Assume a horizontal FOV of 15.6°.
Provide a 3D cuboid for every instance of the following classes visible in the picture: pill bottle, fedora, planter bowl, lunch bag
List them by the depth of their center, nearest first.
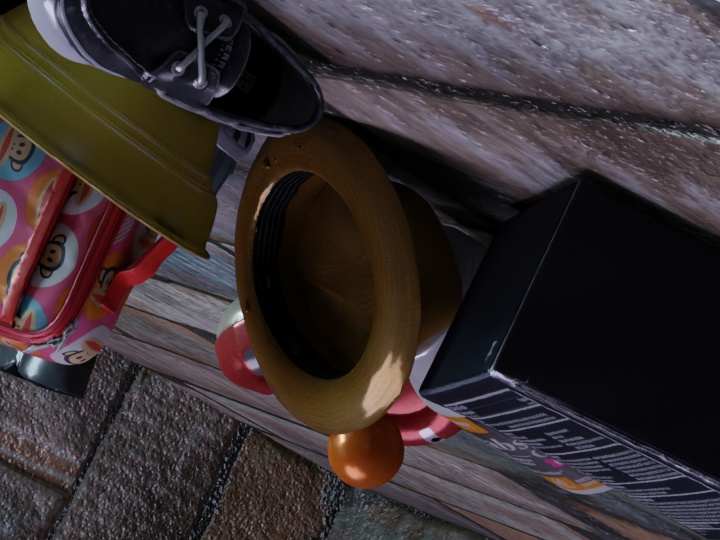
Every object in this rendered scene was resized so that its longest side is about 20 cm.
[{"bbox_3d":[-0.138,-0.099,1.444,0.200,0.084,0.200,37,-177,-2],"label":"planter bowl"},{"bbox_3d":[0.000,0.000,1.567,0.082,0.201,0.200,-5,-169,-33],"label":"fedora"},{"bbox_3d":[-0.185,-0.045,1.623,0.176,0.201,0.082,18,171,27],"label":"lunch bag"},{"bbox_3d":[0.100,0.056,1.674,0.200,0.117,0.116,32,170,-37],"label":"pill bottle"}]

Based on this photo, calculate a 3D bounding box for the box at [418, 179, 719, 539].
[{"bbox_3d":[0.159,0.054,1.446,0.198,0.124,0.200,26,170,-6],"label":"box"}]

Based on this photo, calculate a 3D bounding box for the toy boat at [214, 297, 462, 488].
[{"bbox_3d":[0.000,0.084,1.758,0.130,0.131,0.200,-24,151,32],"label":"toy boat"}]

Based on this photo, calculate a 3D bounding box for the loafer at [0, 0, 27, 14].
[{"bbox_3d":[-0.264,-0.179,1.461,0.071,0.073,0.200,18,169,35],"label":"loafer"}]

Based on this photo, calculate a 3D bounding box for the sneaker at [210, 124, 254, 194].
[{"bbox_3d":[-0.162,-0.083,1.704,0.200,0.088,0.074,18,169,43],"label":"sneaker"}]

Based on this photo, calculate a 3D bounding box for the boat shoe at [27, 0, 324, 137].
[{"bbox_3d":[-0.087,-0.115,1.332,0.068,0.072,0.200,23,174,36],"label":"boat shoe"}]

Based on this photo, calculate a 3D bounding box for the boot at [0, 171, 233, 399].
[{"bbox_3d":[-0.174,-0.007,1.824,0.066,0.201,0.165,30,171,-29],"label":"boot"}]
